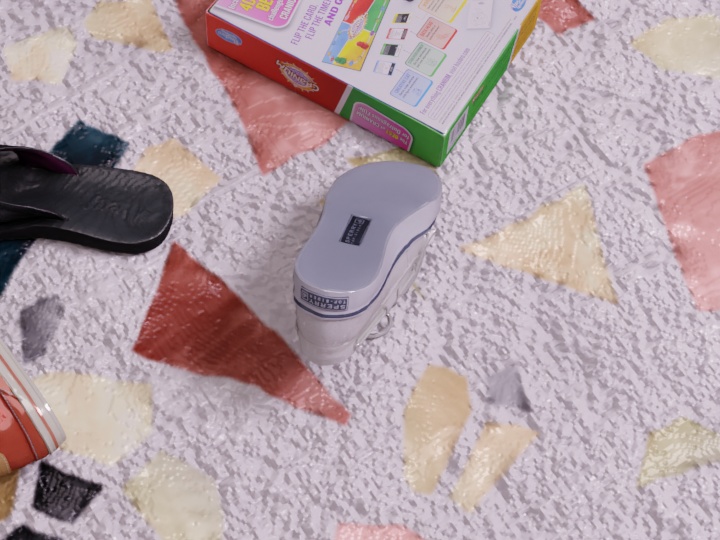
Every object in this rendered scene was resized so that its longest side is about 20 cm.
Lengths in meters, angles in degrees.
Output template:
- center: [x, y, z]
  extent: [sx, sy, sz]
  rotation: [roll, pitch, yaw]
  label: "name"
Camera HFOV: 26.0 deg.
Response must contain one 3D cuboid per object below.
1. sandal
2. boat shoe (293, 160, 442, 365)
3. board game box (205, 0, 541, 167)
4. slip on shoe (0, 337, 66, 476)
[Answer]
- center: [-0.225, -0.057, 1.046]
  extent: [0.199, 0.048, 0.076]
  rotation: [3, 60, -3]
  label: "sandal"
- center: [0.004, 0.001, 1.016]
  extent: [0.074, 0.087, 0.202]
  rotation: [12, 31, 9]
  label: "boat shoe"
- center: [0.010, -0.183, 1.140]
  extent: [0.199, 0.040, 0.153]
  rotation: [29, 62, 13]
  label: "board game box"
- center: [-0.264, 0.047, 0.973]
  extent: [0.061, 0.074, 0.200]
  rotation: [-36, 73, -19]
  label: "slip on shoe"
